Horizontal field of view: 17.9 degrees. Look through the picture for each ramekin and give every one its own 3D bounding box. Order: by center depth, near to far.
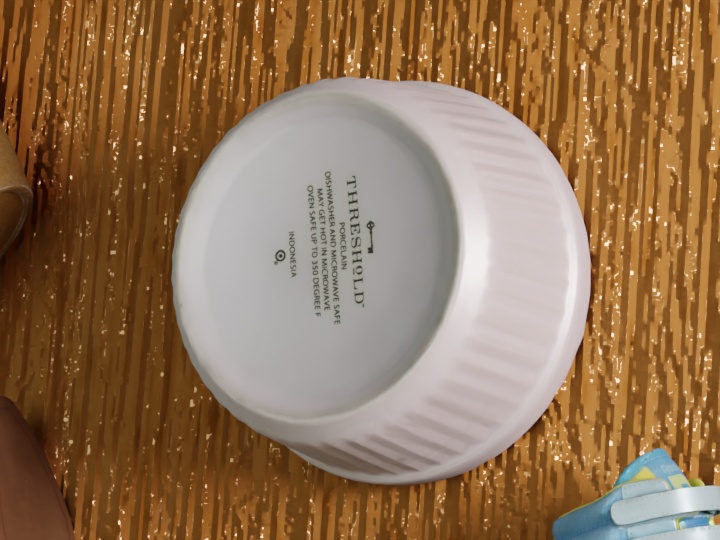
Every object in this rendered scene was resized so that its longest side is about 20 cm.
[{"bbox_3d":[0.000,0.000,1.092,0.202,0.094,0.203,-6,79,29],"label":"ramekin"}]

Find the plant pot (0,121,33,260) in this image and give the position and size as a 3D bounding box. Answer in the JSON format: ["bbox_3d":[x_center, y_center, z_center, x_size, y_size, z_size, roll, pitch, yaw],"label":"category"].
[{"bbox_3d":[-0.276,-0.077,1.226,0.200,0.186,0.187,44,104,15],"label":"plant pot"}]

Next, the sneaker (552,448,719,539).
[{"bbox_3d":[0.161,0.145,0.986,0.199,0.079,0.131,2,84,29],"label":"sneaker"}]

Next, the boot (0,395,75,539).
[{"bbox_3d":[-0.217,0.183,1.199,0.146,0.070,0.201,-25,70,26],"label":"boot"}]
